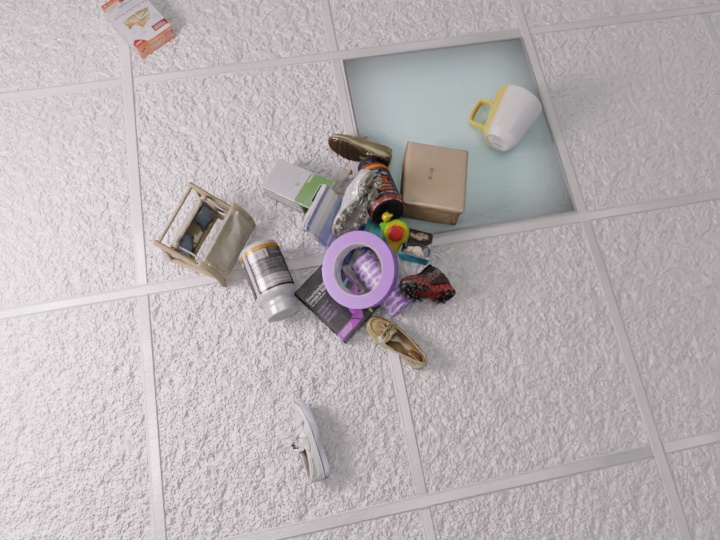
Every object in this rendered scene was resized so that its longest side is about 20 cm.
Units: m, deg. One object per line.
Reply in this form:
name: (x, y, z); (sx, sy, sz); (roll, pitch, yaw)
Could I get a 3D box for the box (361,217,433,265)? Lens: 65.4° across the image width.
box: (0.105, -0.082, 1.604); (0.196, 0.049, 0.084); (13, 72, 1)

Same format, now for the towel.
towel: (-0.072, -0.124, 1.555); (0.024, 0.200, 0.149); (7, 65, 45)

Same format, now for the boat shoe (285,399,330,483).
boat shoe: (-0.148, 0.435, 1.411); (0.085, 0.075, 0.206); (-15, 80, -26)

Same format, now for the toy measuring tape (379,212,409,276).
toy measuring tape: (0.117, -0.070, 1.538); (0.073, 0.073, 0.203); (-28, 96, -12)

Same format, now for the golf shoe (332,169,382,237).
golf shoe: (-0.018, -0.185, 1.536); (0.078, 0.097, 0.202); (28, 102, -33)

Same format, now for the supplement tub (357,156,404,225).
supplement tub: (0.049, -0.234, 1.602); (0.105, 0.108, 0.202); (-14, 52, -8)

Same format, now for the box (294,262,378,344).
box: (-0.066, 0.082, 1.550); (0.199, 0.036, 0.143); (41, 75, 10)

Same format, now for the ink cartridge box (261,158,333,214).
ink cartridge box: (-0.174, -0.232, 1.600); (0.197, 0.060, 0.105); (25, 73, 23)

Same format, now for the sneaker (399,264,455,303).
sneaker: (0.174, 0.031, 1.531); (0.198, 0.071, 0.099); (8, 53, -40)

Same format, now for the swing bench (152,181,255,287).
swing bench: (-0.418, -0.096, 1.534); (0.197, 0.130, 0.202); (23, 72, 3)

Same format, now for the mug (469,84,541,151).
mug: (0.440, -0.452, 1.716); (0.148, 0.186, 0.155); (35, 81, -26)

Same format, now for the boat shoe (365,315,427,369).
boat shoe: (0.100, 0.188, 1.512); (0.198, 0.063, 0.074); (34, 74, 8)

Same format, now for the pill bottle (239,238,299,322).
pill bottle: (-0.243, 0.028, 1.513); (0.114, 0.117, 0.203); (-22, 76, -10)

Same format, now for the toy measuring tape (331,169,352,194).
toy measuring tape: (-0.073, -0.198, 1.616); (0.073, 0.074, 0.202); (31, 68, 6)

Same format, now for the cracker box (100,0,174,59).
cracker box: (-0.701, -0.784, 1.768); (0.134, 0.058, 0.200); (-40, 80, -14)

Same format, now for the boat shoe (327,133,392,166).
boat shoe: (0.001, -0.371, 1.687); (0.196, 0.072, 0.077); (21, 58, -5)

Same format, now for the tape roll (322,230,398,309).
tape roll: (0.000, 0.000, 1.491); (0.196, 0.066, 0.205); (-1, 87, 14)

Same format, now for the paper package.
paper package: (0.212, -0.255, 1.638); (0.186, 0.104, 0.204); (8, 71, -1)

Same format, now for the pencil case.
pencil case: (0.059, 0.033, 1.553); (0.085, 0.084, 0.201); (-32, 78, -34)
